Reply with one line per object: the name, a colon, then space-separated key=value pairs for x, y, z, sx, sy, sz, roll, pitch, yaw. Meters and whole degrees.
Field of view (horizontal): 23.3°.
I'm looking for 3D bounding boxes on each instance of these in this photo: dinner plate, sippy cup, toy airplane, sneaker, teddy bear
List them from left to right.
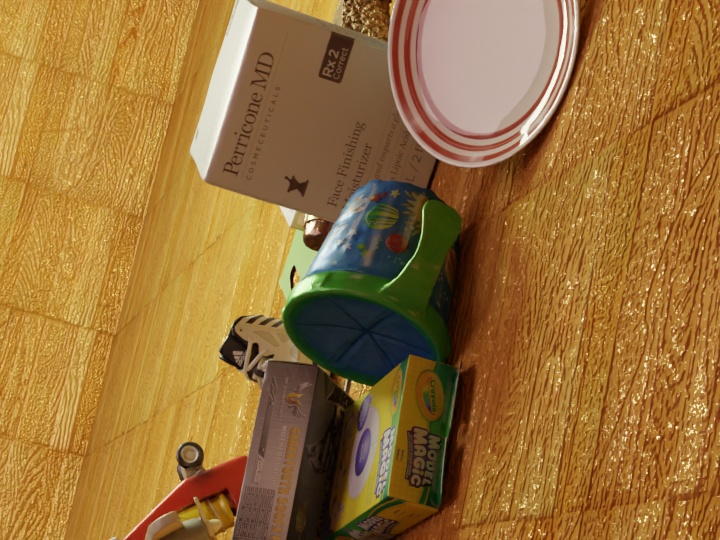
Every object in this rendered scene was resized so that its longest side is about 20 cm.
toy airplane: x=-0.199 y=0.300 z=1.872 sx=0.200 sy=0.141 sz=0.200 roll=-53 pitch=-11 yaw=25
sneaker: x=-0.085 y=0.114 z=1.681 sx=0.201 sy=0.114 sz=0.076 roll=-97 pitch=27 yaw=-57
teddy bear: x=0.006 y=-0.249 z=1.865 sx=0.145 sy=0.066 sz=0.202 roll=136 pitch=141 yaw=-73
sippy cup: x=0.020 y=0.004 z=1.394 sx=0.177 sy=0.140 sz=0.131 roll=-3 pitch=52 yaw=33
dinner plate: x=0.097 y=-0.179 z=1.342 sx=0.199 sy=0.024 sz=0.202 roll=-5 pitch=83 yaw=46

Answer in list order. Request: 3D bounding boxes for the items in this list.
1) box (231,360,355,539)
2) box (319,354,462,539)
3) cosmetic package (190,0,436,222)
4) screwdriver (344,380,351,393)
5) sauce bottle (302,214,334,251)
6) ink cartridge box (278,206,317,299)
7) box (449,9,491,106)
box: x=-0.053 y=0.191 z=1.452 sx=0.158 sy=0.048 sz=0.202 roll=54 pitch=-136 yaw=-67
box: x=0.025 y=0.144 z=1.363 sx=0.200 sy=0.048 sz=0.118 roll=136 pitch=147 yaw=-61
cosmetic package: x=-0.037 y=-0.143 z=1.603 sx=0.165 sy=0.198 sz=0.166 roll=-129 pitch=56 yaw=-73
screwdriver: x=-0.019 y=0.149 z=1.578 sx=0.029 sy=0.028 sz=0.202 roll=65 pitch=-145 yaw=-65
sauce bottle: x=-0.011 y=-0.115 z=1.756 sx=0.066 sy=0.066 sz=0.202 roll=144 pitch=139 yaw=-68
ink cartridge box: x=-0.069 y=-0.063 z=1.962 sx=0.146 sy=0.048 sz=0.201 roll=-120 pitch=49 yaw=-70
box: x=0.093 y=-0.196 z=1.468 sx=0.200 sy=0.049 sz=0.083 roll=-111 pitch=39 yaw=-68
